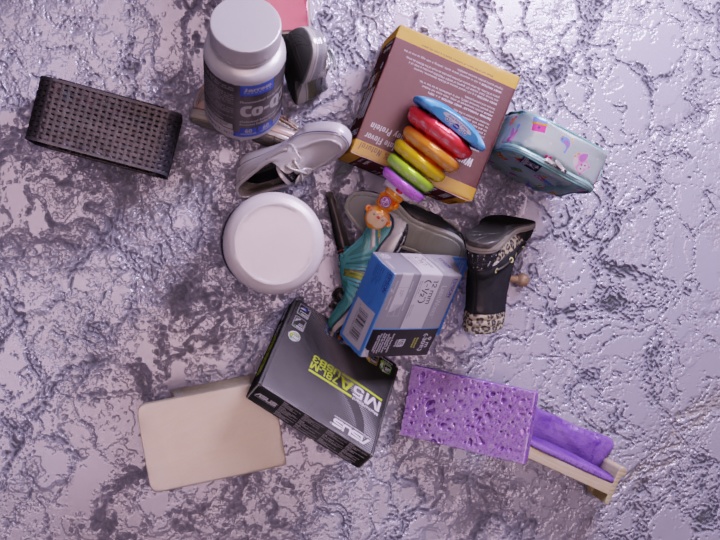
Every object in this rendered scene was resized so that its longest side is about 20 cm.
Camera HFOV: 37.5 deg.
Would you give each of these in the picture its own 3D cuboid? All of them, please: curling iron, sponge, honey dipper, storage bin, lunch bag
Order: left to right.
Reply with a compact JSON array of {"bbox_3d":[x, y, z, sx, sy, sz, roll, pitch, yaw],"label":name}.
[{"bbox_3d":[-0.362,-0.202,1.515,0.199,0.135,0.094,14,89,-10],"label":"storage bin"},{"bbox_3d":[-0.032,-0.023,1.632,0.049,0.026,0.201,-7,93,-12],"label":"curling iron"},{"bbox_3d":[0.166,0.220,1.626,0.199,0.030,0.112,11,88,19],"label":"sponge"},{"bbox_3d":[0.171,0.005,1.666,0.199,0.038,0.038,7,91,-14],"label":"honey dipper"},{"bbox_3d":[0.273,-0.170,1.592,0.160,0.200,0.077,29,89,-11],"label":"lunch bag"}]

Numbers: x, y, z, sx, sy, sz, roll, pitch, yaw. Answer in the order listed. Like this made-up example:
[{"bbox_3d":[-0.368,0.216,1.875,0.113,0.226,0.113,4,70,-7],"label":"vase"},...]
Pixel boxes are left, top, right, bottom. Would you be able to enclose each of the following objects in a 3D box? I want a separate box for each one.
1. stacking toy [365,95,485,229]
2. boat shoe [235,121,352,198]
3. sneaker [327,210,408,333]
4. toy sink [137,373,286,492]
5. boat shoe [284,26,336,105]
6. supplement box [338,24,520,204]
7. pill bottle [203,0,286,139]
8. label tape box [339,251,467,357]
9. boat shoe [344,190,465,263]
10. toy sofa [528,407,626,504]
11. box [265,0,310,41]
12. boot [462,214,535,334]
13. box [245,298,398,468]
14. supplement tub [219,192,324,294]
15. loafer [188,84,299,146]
[{"bbox_3d":[0.071,-0.140,1.484,0.116,0.110,0.200,37,97,-11],"label":"stacking toy"},{"bbox_3d":[-0.099,-0.153,1.548,0.074,0.200,0.065,42,41,-35],"label":"boat shoe"},{"bbox_3d":[0.000,0.000,1.593,0.080,0.078,0.200,28,95,10],"label":"sneaker"},{"bbox_3d":[-0.223,0.236,1.565,0.199,0.112,0.131,-11,93,-14],"label":"toy sink"},{"bbox_3d":[-0.069,-0.299,1.531,0.065,0.202,0.075,-19,79,-11],"label":"boat shoe"},{"bbox_3d":[0.099,-0.227,1.594,0.197,0.133,0.200,21,88,-9],"label":"supplement box"},{"bbox_3d":[-0.161,-0.279,1.470,0.113,0.200,0.114,3,64,-6],"label":"pill bottle"},{"bbox_3d":[0.083,0.052,1.570,0.200,0.066,0.144,3,119,-38],"label":"label tape box"},{"bbox_3d":[0.069,-0.071,1.633,0.200,0.060,0.076,29,115,-9],"label":"boat shoe"},{"bbox_3d":[0.315,0.281,1.672,0.200,0.083,0.098,25,89,-9],"label":"toy sofa"},{"bbox_3d":[-0.136,-0.435,1.551,0.109,0.128,0.201,-3,92,-9],"label":"box"},{"bbox_3d":[0.207,0.002,1.618,0.073,0.203,0.154,10,108,25],"label":"boot"},{"bbox_3d":[-0.050,0.163,1.561,0.200,0.193,0.048,35,126,-11],"label":"box"},{"bbox_3d":[-0.132,-0.040,1.527,0.140,0.200,0.141,0,92,-9],"label":"supplement tub"},{"bbox_3d":[-0.154,-0.226,1.587,0.199,0.072,0.063,15,81,-7],"label":"loafer"}]
